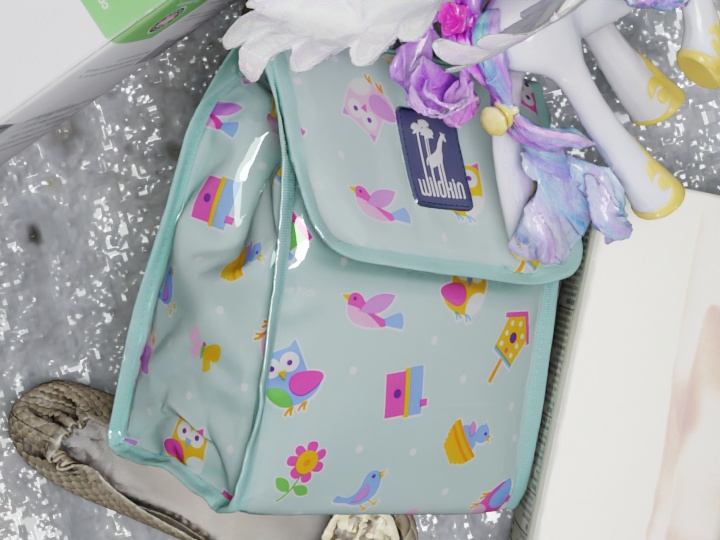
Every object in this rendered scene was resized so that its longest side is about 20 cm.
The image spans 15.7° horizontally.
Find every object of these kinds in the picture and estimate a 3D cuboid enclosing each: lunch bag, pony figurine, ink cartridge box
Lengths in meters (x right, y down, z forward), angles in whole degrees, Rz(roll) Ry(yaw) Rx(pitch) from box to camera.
[{"bbox_3d":[0.000,0.000,1.131,0.170,0.122,0.200,6,101,-39],"label":"lunch bag"},{"bbox_3d":[0.068,-0.103,1.053,0.193,0.166,0.200,-47,128,-32],"label":"pony figurine"},{"bbox_3d":[-0.148,-0.107,1.129,0.200,0.146,0.084,-33,91,17],"label":"ink cartridge box"}]

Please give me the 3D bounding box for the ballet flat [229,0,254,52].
[{"bbox_3d":[-0.038,-0.077,1.195,0.067,0.046,0.200,19,90,-2],"label":"ballet flat"}]

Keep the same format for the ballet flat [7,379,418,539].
[{"bbox_3d":[-0.069,0.100,1.205,0.200,0.046,0.067,22,91,-1],"label":"ballet flat"}]

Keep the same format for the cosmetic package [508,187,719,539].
[{"bbox_3d":[0.126,0.061,1.179,0.087,0.103,0.200,12,92,-2],"label":"cosmetic package"}]
